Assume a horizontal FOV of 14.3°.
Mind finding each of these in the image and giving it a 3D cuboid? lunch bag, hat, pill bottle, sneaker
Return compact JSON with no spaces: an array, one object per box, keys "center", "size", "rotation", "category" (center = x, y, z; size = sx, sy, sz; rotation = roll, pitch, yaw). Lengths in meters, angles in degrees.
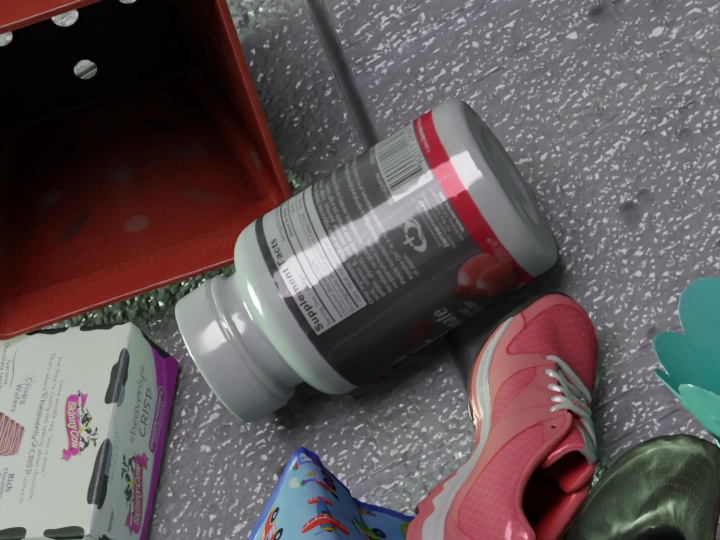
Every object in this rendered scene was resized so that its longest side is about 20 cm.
[{"center":[-0.048,0.219,1.496],"size":[0.200,0.094,0.151],"rotation":[-51,21,14],"category":"lunch bag"},{"center":[0.145,0.182,1.347],"size":[0.201,0.081,0.201],"rotation":[-57,18,29],"category":"hat"},{"center":[0.000,0.000,1.599],"size":[0.200,0.111,0.111],"rotation":[-32,52,11],"category":"pill bottle"},{"center":[0.098,0.091,1.486],"size":[0.087,0.074,0.200],"rotation":[-20,36,44],"category":"sneaker"}]

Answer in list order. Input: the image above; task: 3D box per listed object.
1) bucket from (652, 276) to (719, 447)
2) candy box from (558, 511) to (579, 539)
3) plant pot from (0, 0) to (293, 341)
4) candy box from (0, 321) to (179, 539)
[{"center":[0.254,0.040,1.362],"size":[0.207,0.135,0.207],"rotation":[-38,13,10],"category":"bucket"},{"center":[0.090,0.234,1.449],"size":[0.200,0.055,0.115],"rotation":[-47,51,-2],"category":"candy box"},{"center":[-0.167,-0.112,1.695],"size":[0.200,0.200,0.176],"rotation":[-19,36,0],"category":"plant pot"},{"center":[-0.215,0.109,1.695],"size":[0.200,0.061,0.137],"rotation":[-5,61,29],"category":"candy box"}]
